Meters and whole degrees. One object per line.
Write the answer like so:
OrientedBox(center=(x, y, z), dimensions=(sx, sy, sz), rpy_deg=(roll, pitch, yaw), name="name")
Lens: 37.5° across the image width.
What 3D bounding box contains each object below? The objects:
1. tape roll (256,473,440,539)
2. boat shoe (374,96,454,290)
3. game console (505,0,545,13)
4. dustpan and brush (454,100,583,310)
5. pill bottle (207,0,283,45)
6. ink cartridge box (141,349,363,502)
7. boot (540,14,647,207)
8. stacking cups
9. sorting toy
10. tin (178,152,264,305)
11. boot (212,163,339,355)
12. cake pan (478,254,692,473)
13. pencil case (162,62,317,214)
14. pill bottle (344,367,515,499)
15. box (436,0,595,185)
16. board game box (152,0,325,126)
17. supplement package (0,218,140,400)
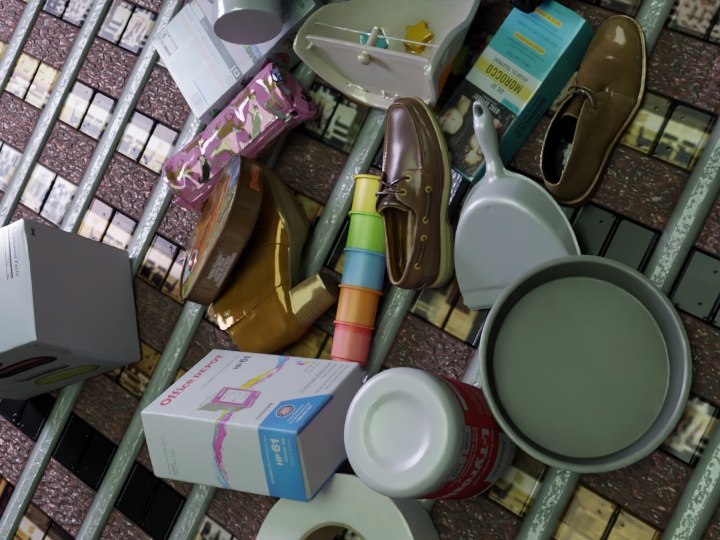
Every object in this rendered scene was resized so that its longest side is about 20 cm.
OrientedBox(center=(-0.014, 0.313, 1.087), dimensions=(0.199, 0.071, 0.207), rpy_deg=(-6, 76, 27), name="tape roll")
OrientedBox(center=(0.052, -0.079, 1.104), dimensions=(0.071, 0.067, 0.204), rpy_deg=(0, 98, 50), name="boat shoe")
OrientedBox(center=(0.124, -0.364, 1.094), dimensions=(0.170, 0.119, 0.200), rpy_deg=(-38, 54, -14), name="game console")
OrientedBox(center=(0.142, -0.069, 1.069), dimensions=(0.138, 0.057, 0.203), rpy_deg=(-9, 112, 33), name="dustpan and brush")
OrientedBox(center=(-0.133, -0.368, 1.209), dimensions=(0.110, 0.112, 0.204), rpy_deg=(-12, 73, 25), name="pill bottle")
OrientedBox(center=(-0.110, 0.159, 1.122), dimensions=(0.197, 0.144, 0.086), rpy_deg=(1, 114, 29), name="ink cartridge box")
OrientedBox(center=(0.233, -0.167, 1.059), dimensions=(0.073, 0.075, 0.203), rpy_deg=(18, 86, 32), name="boot")
OrientedBox(center=(0.000, 0.000, 1.159), dimensions=(0.060, 0.060, 0.204), rpy_deg=(11, 86, 29), name="stacking cups")
OrientedBox(center=(0.059, -0.273, 1.169), dimensions=(0.198, 0.107, 0.182), rpy_deg=(20, 74, 37), name="sorting toy")
OrientedBox(center=(-0.159, -0.043, 1.207), dimensions=(0.201, 0.041, 0.113), rpy_deg=(-55, 22, 40), name="tin")
OrientedBox(center=(-0.119, -0.006, 1.215), dimensions=(0.143, 0.071, 0.204), rpy_deg=(-34, 68, 19), name="boot")
OrientedBox(center=(0.209, 0.088, 0.999), dimensions=(0.196, 0.037, 0.204), rpy_deg=(-1, 77, 5), name="cake pan")
OrientedBox(center=(-0.145, -0.154, 1.256), dimensions=(0.199, 0.086, 0.083), rpy_deg=(-39, 86, 16), name="pencil case")
OrientedBox(center=(0.075, 0.158, 0.998), dimensions=(0.110, 0.199, 0.115), rpy_deg=(-6, 76, 27), name="pill bottle")
OrientedBox(center=(0.155, -0.190, 1.120), dimensions=(0.082, 0.049, 0.201), rpy_deg=(39, 98, 29), name="box")
OrientedBox(center=(-0.144, -0.292, 1.297), dimensions=(0.199, 0.064, 0.149), rpy_deg=(-41, 63, 15), name="board game box")
OrientedBox(center=(-0.407, 0.056, 1.286), dimensions=(0.197, 0.191, 0.150), rpy_deg=(-19, 71, 24), name="supplement package")
